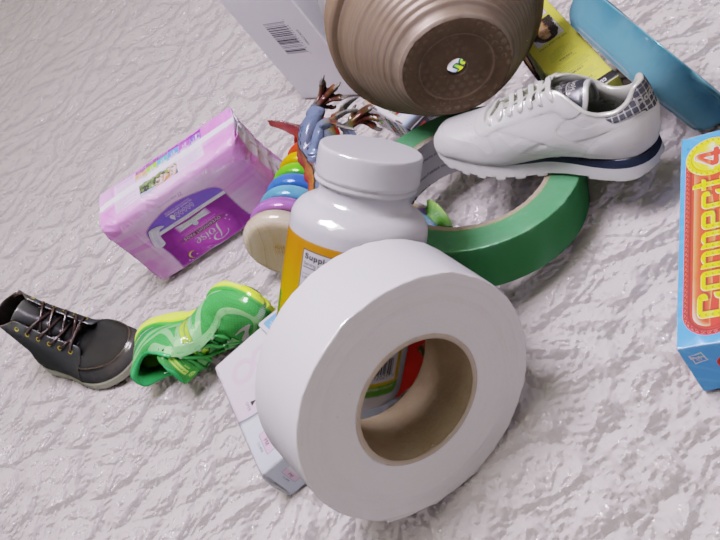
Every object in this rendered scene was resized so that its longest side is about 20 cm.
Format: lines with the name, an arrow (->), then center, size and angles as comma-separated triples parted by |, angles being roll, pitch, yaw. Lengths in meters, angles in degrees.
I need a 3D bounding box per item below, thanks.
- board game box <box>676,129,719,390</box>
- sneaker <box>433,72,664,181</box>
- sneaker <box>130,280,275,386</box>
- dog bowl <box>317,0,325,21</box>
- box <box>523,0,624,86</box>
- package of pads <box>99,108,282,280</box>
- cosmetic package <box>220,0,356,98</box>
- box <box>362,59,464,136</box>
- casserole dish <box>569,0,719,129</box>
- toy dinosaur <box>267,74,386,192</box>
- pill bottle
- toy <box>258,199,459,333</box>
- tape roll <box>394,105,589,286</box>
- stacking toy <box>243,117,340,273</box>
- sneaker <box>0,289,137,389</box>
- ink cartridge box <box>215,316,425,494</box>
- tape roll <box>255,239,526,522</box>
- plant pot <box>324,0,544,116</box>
board game box -> 0.325, -0.027, 0.712 | 0.195, 0.056, 0.201 | -13, 47, 33
sneaker -> 0.151, -0.127, 0.858 | 0.199, 0.081, 0.077 | 1, 47, 28
sneaker -> -0.161, 0.074, 1.047 | 0.199, 0.074, 0.084 | -25, 38, 37
dog bowl -> 0.036, -0.335, 1.152 | 0.058, 0.200, 0.201 | 16, 66, 37
box -> 0.194, -0.190, 0.970 | 0.050, 0.075, 0.200 | -33, 38, 9
package of pads -> -0.187, -0.085, 1.175 | 0.199, 0.120, 0.076 | -32, 45, 15
cosmetic package -> -0.043, -0.348, 1.225 | 0.122, 0.199, 0.201 | 7, 59, 46
box -> 0.103, -0.228, 1.117 | 0.200, 0.035, 0.110 | -46, 38, -3
casserole dish -> 0.245, -0.183, 0.887 | 0.039, 0.121, 0.200 | -52, 34, 19
toy dinosaur -> -0.028, -0.102, 1.029 | 0.200, 0.105, 0.182 | -26, 35, 46
pill bottle -> -0.007, -0.001, 0.822 | 0.111, 0.110, 0.201 | 36, 123, 52
toy -> 0.000, 0.000, 0.955 | 0.200, 0.047, 0.115 | -37, 38, -14
tape roll -> 0.101, -0.069, 0.915 | 0.199, 0.048, 0.201 | -12, 42, 11
stacking toy -> -0.063, -0.095, 1.111 | 0.085, 0.085, 0.201 | -16, 42, 31
sneaker -> -0.335, 0.076, 1.169 | 0.199, 0.106, 0.075 | -4, 52, 40
ink cartridge box -> -0.029, 0.081, 0.939 | 0.200, 0.057, 0.163 | -45, 37, 7
tape roll -> 0.025, 0.083, 0.765 | 0.203, 0.202, 0.071 | -48, 39, -6
plant pot -> 0.072, -0.204, 0.898 | 0.200, 0.201, 0.093 | -30, 44, 17
